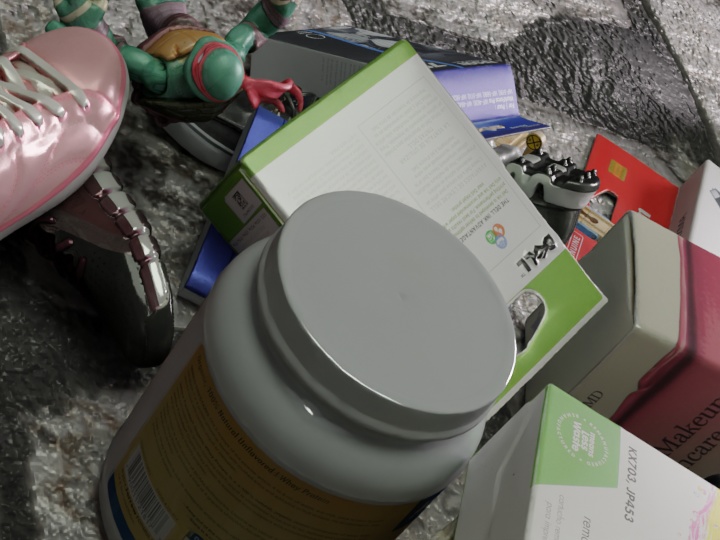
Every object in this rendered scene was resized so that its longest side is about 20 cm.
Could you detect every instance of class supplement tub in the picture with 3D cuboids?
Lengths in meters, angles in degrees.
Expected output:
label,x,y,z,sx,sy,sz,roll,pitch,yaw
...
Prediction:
label,x,y,z,sx,sy,sz,roll,pitch,yaw
supplement tub,-0.028,0.073,0.692,0.144,0.200,0.146,20,43,-20

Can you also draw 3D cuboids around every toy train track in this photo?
label,x,y,z,sx,sy,sz,roll,pitch,yaw
toy train track,0.137,-0.072,1.065,0.199,0.033,0.115,37,40,11

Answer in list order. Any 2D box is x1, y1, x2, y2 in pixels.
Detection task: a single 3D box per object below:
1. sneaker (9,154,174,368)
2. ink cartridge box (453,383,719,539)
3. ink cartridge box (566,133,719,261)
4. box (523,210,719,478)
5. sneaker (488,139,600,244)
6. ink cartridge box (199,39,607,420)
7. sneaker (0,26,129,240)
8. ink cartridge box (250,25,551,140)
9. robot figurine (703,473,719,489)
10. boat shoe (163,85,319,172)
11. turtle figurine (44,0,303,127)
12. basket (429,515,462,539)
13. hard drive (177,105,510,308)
label,x,y,z,sx,sy,sz,roll,pitch,yaw
sneaker,-0.184,-0.022,0.779,0.115,0.076,0.201,-16,63,-28
ink cartridge box,0.136,0.151,0.602,0.199,0.067,0.118,32,39,-11
ink cartridge box,0.250,-0.021,1.121,0.176,0.045,0.201,35,39,-6
box,0.221,0.074,0.943,0.199,0.128,0.110,25,42,-16
sneaker,0.063,-0.058,0.992,0.199,0.091,0.066,25,24,23
ink cartridge box,0.026,-0.011,0.848,0.148,0.076,0.201,-39,92,-31
sneaker,-0.184,-0.072,0.707,0.075,0.105,0.200,35,60,10
ink cartridge box,0.026,-0.130,0.971,0.199,0.040,0.099,22,25,39
robot figurine,0.218,0.198,0.825,0.200,0.125,0.150,42,52,4
boat shoe,-0.040,-0.087,0.940,0.199,0.066,0.070,31,40,-10
turtle figurine,-0.108,-0.135,0.837,0.148,0.102,0.199,-5,11,-29
basket,0.064,0.224,0.657,0.200,0.161,0.198,49,40,10
hard drive,0.000,0.000,0.890,0.199,0.025,0.133,27,62,-14
